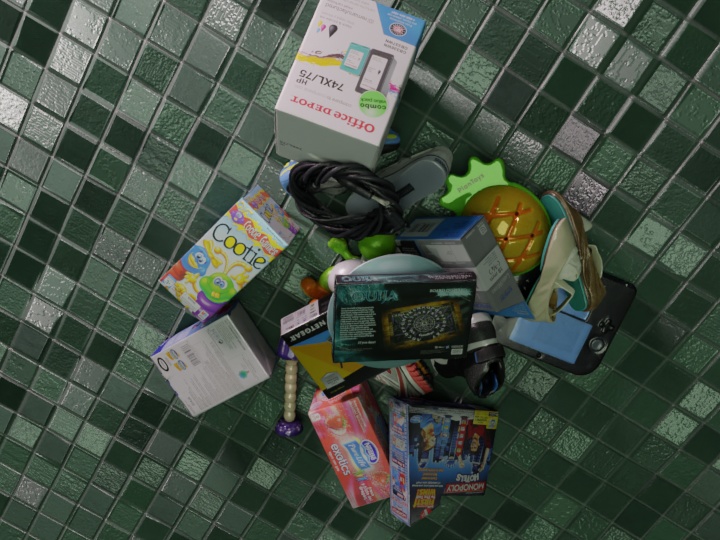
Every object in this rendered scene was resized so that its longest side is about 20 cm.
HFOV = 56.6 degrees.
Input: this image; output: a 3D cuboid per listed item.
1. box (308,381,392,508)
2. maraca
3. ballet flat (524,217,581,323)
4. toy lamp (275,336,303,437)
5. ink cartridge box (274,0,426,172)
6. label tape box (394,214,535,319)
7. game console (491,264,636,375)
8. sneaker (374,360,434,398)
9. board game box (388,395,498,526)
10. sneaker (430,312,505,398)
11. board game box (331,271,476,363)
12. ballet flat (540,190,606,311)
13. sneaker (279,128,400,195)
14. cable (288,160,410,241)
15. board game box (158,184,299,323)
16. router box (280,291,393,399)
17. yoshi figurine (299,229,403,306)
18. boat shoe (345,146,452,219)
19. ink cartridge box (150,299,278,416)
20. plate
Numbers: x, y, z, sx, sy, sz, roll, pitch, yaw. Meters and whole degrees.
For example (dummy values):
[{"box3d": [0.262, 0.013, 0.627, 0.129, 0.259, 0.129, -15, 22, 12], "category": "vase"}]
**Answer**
[{"box3d": [-0.004, 0.296, 1.174, 0.095, 0.103, 0.200, -21, 103, 10], "category": "box"}, {"box3d": [0.208, -0.080, 1.027, 0.137, 0.107, 0.200, -35, 101, 16], "category": "maraca"}, {"box3d": [0.300, 0.008, 1.015, 0.069, 0.070, 0.200, 9, 135, 3], "category": "ballet flat"}, {"box3d": [-0.121, 0.193, 1.176, 0.058, 0.058, 0.200, 4, 110, 4], "category": "toy lamp"}, {"box3d": [-0.017, -0.250, 0.931, 0.146, 0.146, 0.200, 20, 75, -1], "category": "ink cartridge box"}, {"box3d": [0.160, 0.014, 1.026, 0.063, 0.144, 0.200, -44, 116, -27], "category": "label tape box"}, {"box3d": [0.328, 0.069, 1.104, 0.200, 0.031, 0.177, 22, 109, -2], "category": "game console"}, {"box3d": [0.039, 0.147, 1.134, 0.082, 0.078, 0.200, -35, 101, 16], "category": "sneaker"}, {"box3d": [0.126, 0.324, 1.135, 0.200, 0.062, 0.200, 12, 89, -30], "category": "board game box"}, {"box3d": [0.169, 0.159, 1.060, 0.073, 0.112, 0.200, -8, 151, -14], "category": "sneaker"}, {"box3d": [0.060, 0.067, 0.951, 0.200, 0.028, 0.136, -1, 119, -9], "category": "board game box"}, {"box3d": [0.339, -0.036, 1.046, 0.072, 0.068, 0.200, -23, 94, -27], "category": "ballet flat"}, {"box3d": [-0.028, -0.167, 1.052, 0.199, 0.071, 0.083, -24, 123, 11], "category": "sneaker"}, {"box3d": [-0.032, -0.101, 0.975, 0.200, 0.051, 0.163, 7, 156, 39], "category": "cable"}, {"box3d": [-0.210, -0.027, 1.088, 0.200, 0.105, 0.103, -42, 100, 17], "category": "board game box"}, {"box3d": [-0.001, 0.095, 1.035, 0.200, 0.051, 0.149, -28, 119, 9], "category": "router box"}, {"box3d": [-0.009, -0.010, 1.074, 0.200, 0.112, 0.112, -36, 93, 10], "category": "yoshi figurine"}, {"box3d": [0.063, -0.141, 1.043, 0.075, 0.086, 0.202, 48, 135, -15], "category": "boat shoe"}, {"box3d": [-0.266, 0.160, 1.169, 0.200, 0.076, 0.137, -29, 102, 12], "category": "ink cartridge box"}, {"box3d": [0.051, 0.069, 0.982, 0.200, 0.026, 0.201, -4, 120, -7], "category": "plate"}]
